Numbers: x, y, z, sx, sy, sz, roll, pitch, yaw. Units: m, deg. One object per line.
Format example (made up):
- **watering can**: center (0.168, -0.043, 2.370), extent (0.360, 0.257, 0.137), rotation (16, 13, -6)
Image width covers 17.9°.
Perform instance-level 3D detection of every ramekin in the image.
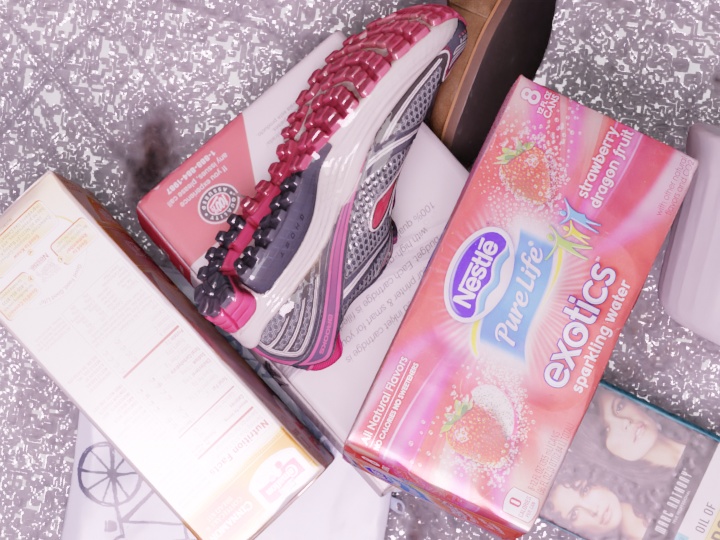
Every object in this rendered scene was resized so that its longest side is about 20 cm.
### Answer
- **ramekin**: center (0.248, 0.002, 1.169), extent (0.199, 0.200, 0.098), rotation (19, 99, 2)

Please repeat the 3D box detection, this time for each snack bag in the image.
- **snack bag**: center (-0.066, 0.105, 1.265), extent (0.187, 0.021, 0.202), rotation (8, 88, 1)

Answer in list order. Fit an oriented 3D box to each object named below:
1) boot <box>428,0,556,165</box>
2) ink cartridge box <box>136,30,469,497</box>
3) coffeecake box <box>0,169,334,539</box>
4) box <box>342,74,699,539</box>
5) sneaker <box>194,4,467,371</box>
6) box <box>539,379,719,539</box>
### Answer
- **boot**: center (0.066, -0.157, 1.246), extent (0.075, 0.074, 0.201), rotation (17, 87, 21)
- **ink cartridge box**: center (0.000, 0.000, 1.217), extent (0.147, 0.083, 0.200), rotation (-40, 84, -7)
- **coffeecake box**: center (-0.107, 0.051, 1.180), extent (0.073, 0.154, 0.200), rotation (-43, 87, -1)
- **box**: center (0.076, 0.021, 1.125), extent (0.102, 0.095, 0.201), rotation (26, 81, 3)
- **sneaker**: center (-0.005, -0.046, 1.150), extent (0.074, 0.081, 0.201), rotation (35, 81, -24)
- **box**: center (0.191, 0.133, 1.242), extent (0.199, 0.049, 0.083), rotation (25, 91, 2)
